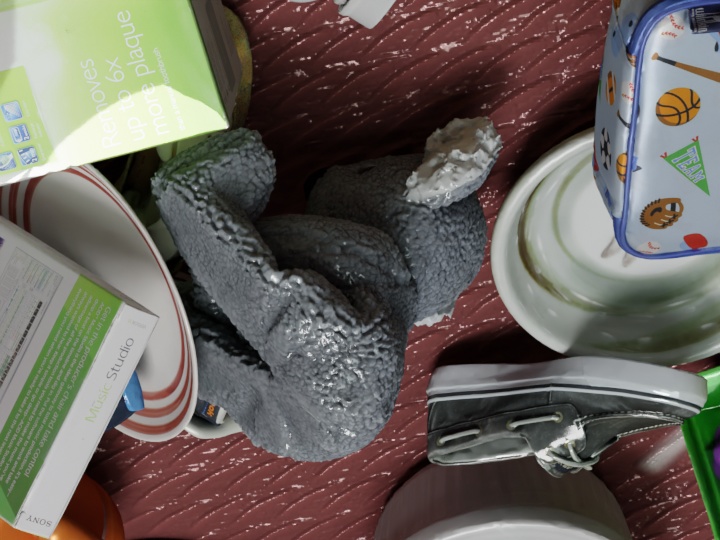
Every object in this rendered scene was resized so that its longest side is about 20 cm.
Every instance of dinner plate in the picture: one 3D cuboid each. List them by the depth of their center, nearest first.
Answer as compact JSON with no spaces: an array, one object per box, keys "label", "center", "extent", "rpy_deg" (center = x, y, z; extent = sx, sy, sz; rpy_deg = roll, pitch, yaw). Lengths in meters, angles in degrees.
[{"label":"dinner plate","center":[-0.155,0.008,1.623],"extent":[0.024,0.200,0.201],"rpy_deg":[-30,140,-30]}]

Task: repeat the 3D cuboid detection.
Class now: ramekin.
[{"label":"ramekin","center":[0.096,0.206,1.847],"extent":[0.201,0.095,0.203],"rpy_deg":[-2,131,-2]}]

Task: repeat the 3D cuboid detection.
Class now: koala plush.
[{"label":"koala plush","center":[0.000,0.000,1.613],"extent":[0.199,0.184,0.178],"rpy_deg":[-32,151,-32]}]

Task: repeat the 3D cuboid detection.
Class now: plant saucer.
[{"label":"plant saucer","center":[0.178,-0.027,1.675],"extent":[0.198,0.050,0.201],"rpy_deg":[-1,132,-1]}]

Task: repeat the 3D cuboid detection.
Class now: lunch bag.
[{"label":"lunch bag","center":[0.216,-0.100,1.531],"extent":[0.159,0.076,0.201],"rpy_deg":[-3,132,-9]}]

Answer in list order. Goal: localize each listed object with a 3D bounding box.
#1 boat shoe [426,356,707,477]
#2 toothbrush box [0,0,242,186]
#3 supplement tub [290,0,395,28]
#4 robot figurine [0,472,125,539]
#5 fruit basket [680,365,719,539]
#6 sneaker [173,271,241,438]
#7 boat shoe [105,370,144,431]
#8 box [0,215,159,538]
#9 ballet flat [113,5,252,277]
[{"label":"boat shoe","center":[0.129,0.097,1.725],"extent":[0.199,0.072,0.072],"rpy_deg":[-5,161,37]},{"label":"toothbrush box","center":[-0.182,-0.135,1.520],"extent":[0.198,0.086,0.147],"rpy_deg":[-12,113,10]},{"label":"supplement tub","center":[-0.046,-0.229,1.399],"extent":[0.199,0.145,0.145],"rpy_deg":[32,125,-7]},{"label":"robot figurine","center":[-0.231,0.163,1.773],"extent":[0.143,0.117,0.200],"rpy_deg":[-24,140,20]},{"label":"fruit basket","center":[0.299,0.094,1.698],"extent":[0.214,0.157,0.216],"rpy_deg":[-17,172,-2]},{"label":"sneaker","center":[-0.115,0.051,1.714],"extent":[0.198,0.080,0.079],"rpy_deg":[13,130,-11]},{"label":"boat shoe","center":[-0.212,0.062,1.661],"extent":[0.199,0.068,0.085],"rpy_deg":[0,115,55]},{"label":"box","center":[-0.216,0.050,1.602],"extent":[0.036,0.200,0.145],"rpy_deg":[24,94,-46]},{"label":"ballet flat","center":[-0.109,-0.066,1.620],"extent":[0.070,0.071,0.201],"rpy_deg":[13,129,-13]}]
